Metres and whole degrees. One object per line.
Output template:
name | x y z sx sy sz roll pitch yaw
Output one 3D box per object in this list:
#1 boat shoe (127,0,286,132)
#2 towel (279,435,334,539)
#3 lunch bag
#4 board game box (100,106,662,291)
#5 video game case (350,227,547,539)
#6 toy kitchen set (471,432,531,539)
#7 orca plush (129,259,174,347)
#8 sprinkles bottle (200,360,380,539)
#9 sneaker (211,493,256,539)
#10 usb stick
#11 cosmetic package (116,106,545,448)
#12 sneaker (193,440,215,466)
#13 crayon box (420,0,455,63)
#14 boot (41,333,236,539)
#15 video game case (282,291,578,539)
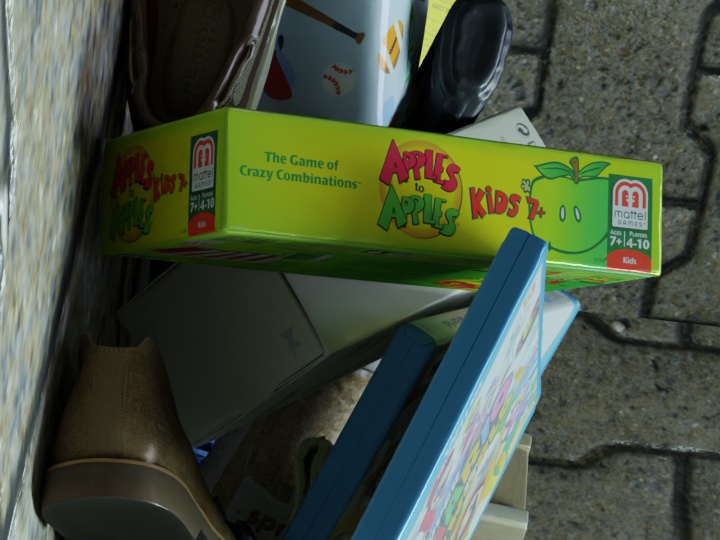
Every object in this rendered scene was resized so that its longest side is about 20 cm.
boat shoe | -0.054 -0.146 1.139 0.075 0.075 0.203 -2 99 -82
towel | -0.008 0.181 1.354 0.200 0.036 0.149 67 29 -54
lunch bag | -0.025 -0.139 1.322 0.200 0.124 0.170 -28 125 -79
board game box | 0.010 -0.025 1.114 0.102 0.200 0.048 -9 -102 58
video game case | 0.036 0.079 1.115 0.143 0.018 0.200 -62 169 -16
toy kitchen set | 0.008 0.102 1.602 0.163 0.200 0.181 -83 -174 -46
orca plush | -0.062 -0.009 1.359 0.200 0.071 0.105 -76 172 -79
sprinkles bottle | -0.040 0.095 1.387 0.200 0.068 0.068 -60 -176 14
sneaker | -0.088 0.175 1.267 0.199 0.079 0.130 -52 136 -54
usb stick | 0.041 -0.083 1.338 0.200 0.033 0.056 124 -19 -78
cosmetic package | 0.000 0.000 1.252 0.105 0.071 0.200 -35 172 40
sneaker | -0.067 0.085 1.463 0.200 0.076 0.077 91 2 -62
crayon box | 0.002 -0.142 1.493 0.127 0.051 0.200 18 109 -50
boot | -0.083 0.084 1.119 0.200 0.073 0.076 84 6 -68
video game case | 0.027 0.078 1.235 0.143 0.018 0.200 -62 163 14
